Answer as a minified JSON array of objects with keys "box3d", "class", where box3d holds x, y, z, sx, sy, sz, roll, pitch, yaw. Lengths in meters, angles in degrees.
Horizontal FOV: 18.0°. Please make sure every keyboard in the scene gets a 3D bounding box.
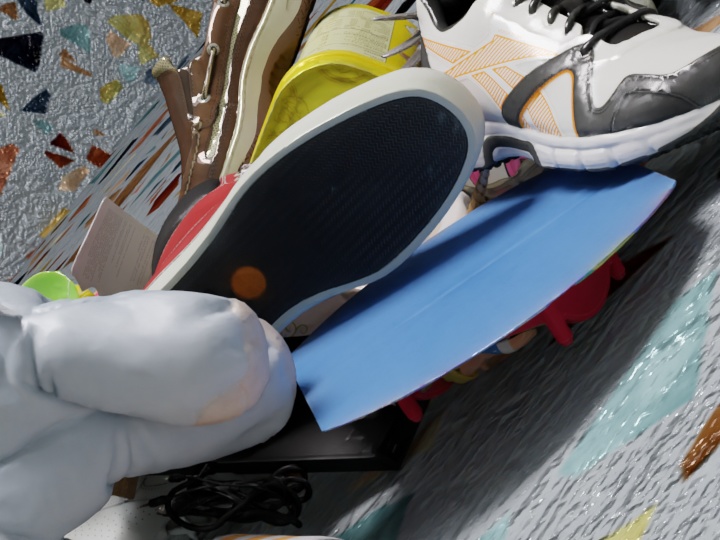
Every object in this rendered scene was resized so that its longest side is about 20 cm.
[{"box3d":[-0.047,0.077,1.001,0.199,0.040,0.104,-6,42,43],"class":"keyboard"}]

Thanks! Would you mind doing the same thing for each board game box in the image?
[{"box3d":[0.052,0.018,0.880,0.158,0.039,0.200,-34,12,-1],"class":"board game box"}]

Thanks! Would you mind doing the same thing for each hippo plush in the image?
[{"box3d":[-0.112,0.089,0.845,0.200,0.158,0.162,26,-113,-67],"class":"hippo plush"}]

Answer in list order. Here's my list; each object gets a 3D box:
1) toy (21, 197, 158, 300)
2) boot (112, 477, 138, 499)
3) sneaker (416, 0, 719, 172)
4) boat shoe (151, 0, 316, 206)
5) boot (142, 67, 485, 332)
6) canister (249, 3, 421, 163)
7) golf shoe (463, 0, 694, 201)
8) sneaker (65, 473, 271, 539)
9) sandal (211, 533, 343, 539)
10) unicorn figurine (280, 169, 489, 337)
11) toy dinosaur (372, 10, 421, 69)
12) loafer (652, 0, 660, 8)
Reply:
[{"box3d":[-0.123,0.040,1.145,0.116,0.047,0.200,-69,-20,-9],"class":"toy"},{"box3d":[-0.177,0.136,0.952,0.071,0.143,0.203,145,136,-76],"class":"boot"},{"box3d":[0.083,-0.084,0.909,0.073,0.081,0.199,-21,13,-34],"class":"sneaker"},{"box3d":[-0.085,-0.098,1.299,0.075,0.074,0.203,112,177,-76],"class":"boat shoe"},{"box3d":[-0.026,-0.035,0.985,0.200,0.072,0.144,-40,16,22],"class":"boot"},{"box3d":[-0.013,-0.060,1.237,0.200,0.086,0.149,-79,9,-73],"class":"canister"},{"box3d":[0.077,-0.094,1.055,0.073,0.092,0.200,-56,11,-25],"class":"golf shoe"},{"box3d":[-0.099,0.129,1.079,0.200,0.076,0.092,-35,42,21],"class":"sneaker"},{"box3d":[-0.054,0.137,0.843,0.079,0.059,0.206,-54,12,-29],"class":"sandal"},{"box3d":[0.000,0.000,1.071,0.200,0.074,0.138,-35,24,18],"class":"unicorn figurine"},{"box3d":[0.046,-0.179,1.160,0.200,0.105,0.182,-45,-33,-22],"class":"toy dinosaur"},{"box3d":[0.080,-0.155,1.085,0.073,0.072,0.200,-28,-22,24],"class":"loafer"}]
